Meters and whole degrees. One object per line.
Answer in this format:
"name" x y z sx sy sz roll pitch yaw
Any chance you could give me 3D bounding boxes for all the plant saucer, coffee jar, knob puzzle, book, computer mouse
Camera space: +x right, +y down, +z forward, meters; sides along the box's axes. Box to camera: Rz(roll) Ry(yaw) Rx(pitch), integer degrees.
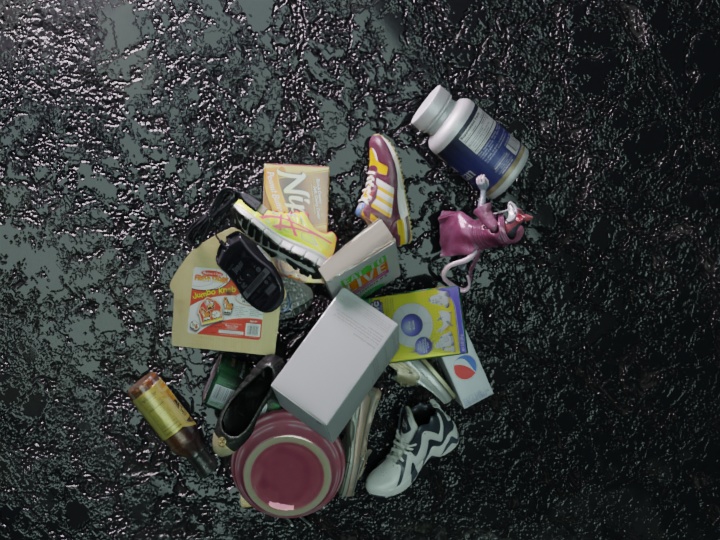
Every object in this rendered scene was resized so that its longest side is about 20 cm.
"plant saucer" -0.122 0.335 1.518 0.196 0.051 0.205 -1 108 -3
"coffee jar" -0.171 0.224 1.561 0.197 0.104 0.087 25 99 -11
"knob puzzle" -0.219 0.032 1.497 0.214 0.030 0.225 0 86 -1
"book" 0.000 0.000 1.527 0.132 0.200 0.048 -34 73 -4
"computer mouse" -0.176 -0.040 1.454 0.200 0.046 0.141 42 110 8

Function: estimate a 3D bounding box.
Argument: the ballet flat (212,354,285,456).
"ballet flat" -0.190 0.219 1.468 0.066 0.057 0.202 35 102 13

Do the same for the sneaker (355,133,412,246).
"sneaker" 0.030 -0.135 1.580 0.088 0.075 0.204 -15 96 -13

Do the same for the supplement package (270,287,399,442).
"supplement package" -0.037 0.155 1.462 0.116 0.117 0.201 32 71 16

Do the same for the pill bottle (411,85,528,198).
"pill bottle" 0.189 -0.229 1.579 0.199 0.111 0.112 38 88 -9

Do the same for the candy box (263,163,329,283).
"candy box" -0.115 -0.082 1.569 0.113 0.055 0.205 2 94 -7

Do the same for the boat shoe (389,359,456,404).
"boat shoe" 0.085 0.174 1.618 0.200 0.075 0.068 45 89 1

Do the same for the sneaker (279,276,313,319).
"sneaker" -0.177 0.060 1.555 0.196 0.087 0.076 -12 82 -1

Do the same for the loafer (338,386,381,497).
"loafer" 0.000 0.308 1.616 0.062 0.072 0.205 6 91 -16

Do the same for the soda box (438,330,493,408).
"soda box" 0.167 0.142 1.626 0.063 0.068 0.203 -25 98 -6

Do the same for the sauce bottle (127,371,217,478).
"sauce bottle" -0.323 0.271 1.563 0.066 0.066 0.202 -36 101 -4

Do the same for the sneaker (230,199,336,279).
"sneaker" -0.127 -0.069 1.512 0.198 0.078 0.091 31 64 3

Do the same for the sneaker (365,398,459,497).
"sneaker" 0.077 0.304 1.596 0.197 0.080 0.131 -30 125 -6

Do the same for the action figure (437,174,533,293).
"action figure" 0.210 -0.064 1.549 0.133 0.199 0.151 29 66 -27

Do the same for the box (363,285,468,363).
"box" 0.081 0.098 1.556 0.196 0.048 0.120 -9 82 11

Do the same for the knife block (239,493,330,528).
"knife block" -0.133 0.356 1.599 0.172 0.064 0.205 -5 95 -9
